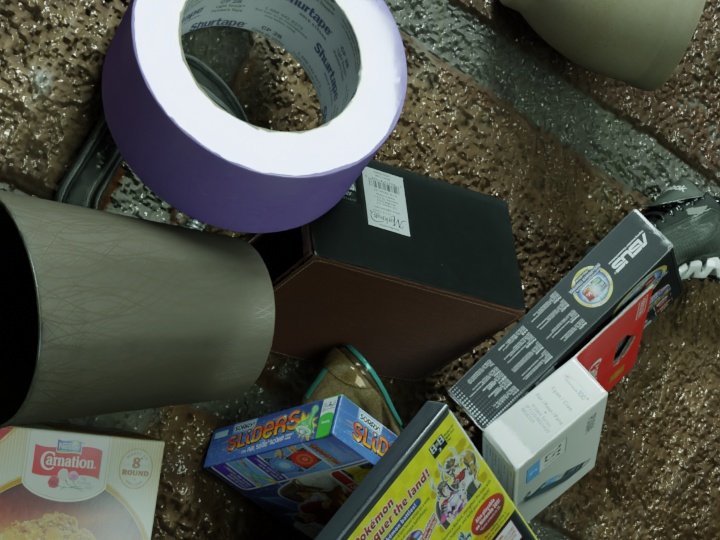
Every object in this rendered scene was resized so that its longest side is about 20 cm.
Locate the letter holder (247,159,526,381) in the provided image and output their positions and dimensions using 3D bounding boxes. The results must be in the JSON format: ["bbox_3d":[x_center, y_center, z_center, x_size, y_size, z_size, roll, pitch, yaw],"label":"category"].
[{"bbox_3d":[0.000,0.000,1.566,0.199,0.142,0.101,15,53,-34],"label":"letter holder"}]

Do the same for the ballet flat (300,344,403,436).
[{"bbox_3d":[0.014,0.140,1.599,0.072,0.068,0.200,-42,130,-6],"label":"ballet flat"}]

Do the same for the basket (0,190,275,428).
[{"bbox_3d":[-0.168,0.026,1.387,0.199,0.181,0.137,4,126,-39],"label":"basket"}]

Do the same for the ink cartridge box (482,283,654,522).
[{"bbox_3d":[0.171,0.113,1.631,0.176,0.045,0.200,-39,162,-11],"label":"ink cartridge box"}]

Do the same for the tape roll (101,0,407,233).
[{"bbox_3d":[-0.073,-0.134,1.437,0.198,0.085,0.202,10,60,-19],"label":"tape roll"}]

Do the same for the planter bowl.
[{"bbox_3d":[0.185,-0.254,1.635,0.133,0.200,0.202,12,87,-10],"label":"planter bowl"}]

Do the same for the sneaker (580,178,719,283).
[{"bbox_3d":[0.259,-0.032,1.777,0.199,0.066,0.092,-3,92,-41],"label":"sneaker"}]

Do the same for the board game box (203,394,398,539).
[{"bbox_3d":[0.000,0.168,1.547,0.200,0.135,0.035,40,49,-34],"label":"board game box"}]

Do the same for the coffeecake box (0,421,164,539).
[{"bbox_3d":[-0.227,0.204,1.414,0.152,0.073,0.202,9,88,-36],"label":"coffeecake box"}]

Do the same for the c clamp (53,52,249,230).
[{"bbox_3d":[-0.135,-0.047,1.493,0.170,0.027,0.201,30,80,-29],"label":"c clamp"}]

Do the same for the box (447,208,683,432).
[{"bbox_3d":[0.163,0.054,1.623,0.200,0.044,0.160,-44,163,-1],"label":"box"}]

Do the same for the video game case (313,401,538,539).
[{"bbox_3d":[0.041,0.227,1.480,0.200,0.025,0.181,-48,120,-26],"label":"video game case"}]
